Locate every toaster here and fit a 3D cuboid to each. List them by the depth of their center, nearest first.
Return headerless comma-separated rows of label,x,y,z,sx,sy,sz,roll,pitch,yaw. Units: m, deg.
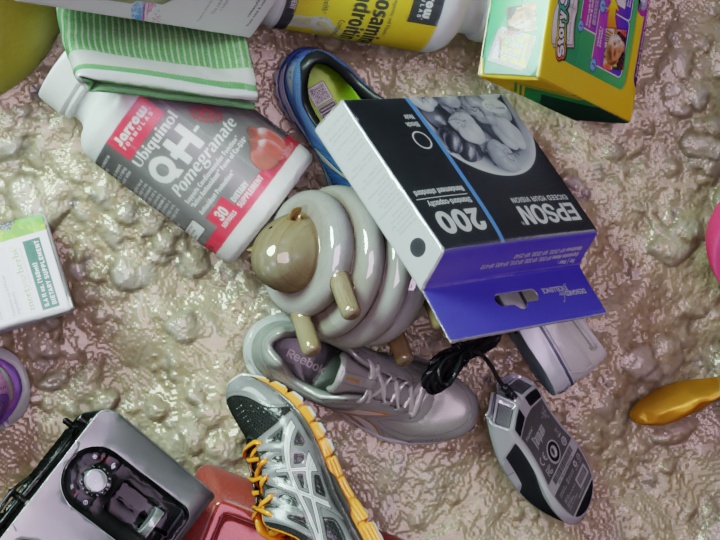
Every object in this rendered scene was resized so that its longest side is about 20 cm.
toaster,-0.217,0.203,1.255,0.119,0.200,0.181,40,76,-8

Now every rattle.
rattle,0.348,0.149,1.390,0.143,0.130,0.200,-44,121,4

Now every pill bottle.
pill bottle,-0.146,-0.106,1.303,0.200,0.111,0.111,37,84,-5
pill bottle,0.022,-0.235,1.325,0.200,0.112,0.112,7,88,-15

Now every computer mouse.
computer mouse,0.122,0.126,1.349,0.200,0.044,0.110,57,40,-19

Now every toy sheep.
toy sheep,0.000,0.000,1.274,0.200,0.138,0.138,12,86,-42

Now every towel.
towel,-0.161,-0.211,1.281,0.152,0.023,0.200,3,54,-24

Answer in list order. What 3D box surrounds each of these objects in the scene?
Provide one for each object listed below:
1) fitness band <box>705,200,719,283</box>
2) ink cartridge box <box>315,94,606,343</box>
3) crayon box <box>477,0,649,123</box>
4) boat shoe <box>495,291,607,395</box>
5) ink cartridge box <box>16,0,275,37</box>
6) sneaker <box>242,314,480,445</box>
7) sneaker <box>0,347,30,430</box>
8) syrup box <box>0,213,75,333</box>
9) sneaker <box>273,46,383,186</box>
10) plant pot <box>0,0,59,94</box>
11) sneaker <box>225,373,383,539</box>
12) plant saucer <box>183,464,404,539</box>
fitness band,0.384,-0.028,1.371,0.200,0.037,0.144,2,132,-9
ink cartridge box,0.090,-0.046,1.261,0.198,0.043,0.200,-8,60,-47
crayon box,0.170,-0.232,1.325,0.058,0.173,0.200,7,86,34
boat shoe,0.143,-0.003,1.360,0.086,0.075,0.202,-32,95,-7
ink cartridge box,-0.166,-0.262,1.229,0.200,0.085,0.145,5,51,-36
sneaker,0.003,0.092,1.329,0.200,0.092,0.076,17,86,-8
sneaker,-0.354,0.114,1.280,0.200,0.088,0.081,-22,93,-7
syrup box,-0.328,0.022,1.289,0.200,0.081,0.079,-16,90,-9
sneaker,0.001,-0.091,1.335,0.079,0.089,0.200,-37,96,-7
plant pot,-0.324,-0.231,1.266,0.200,0.142,0.200,0,89,-8
sneaker,-0.055,0.170,1.305,0.077,0.078,0.200,-26,75,-24
plant saucer,-0.072,0.283,1.342,0.200,0.037,0.200,22,86,-7
